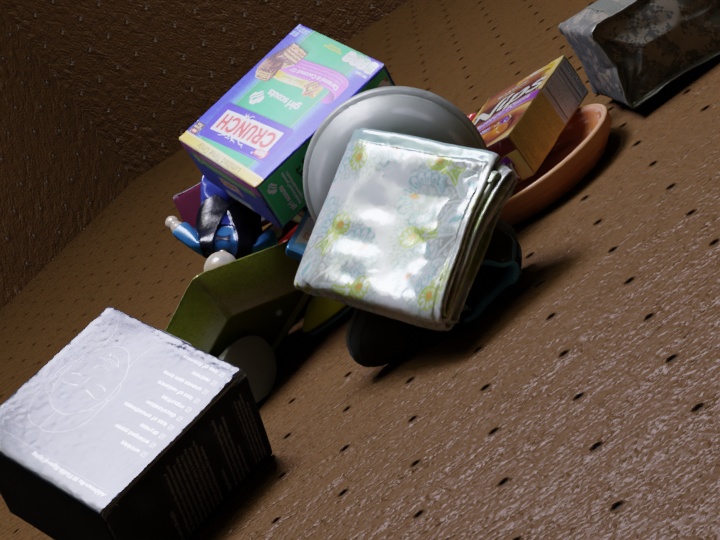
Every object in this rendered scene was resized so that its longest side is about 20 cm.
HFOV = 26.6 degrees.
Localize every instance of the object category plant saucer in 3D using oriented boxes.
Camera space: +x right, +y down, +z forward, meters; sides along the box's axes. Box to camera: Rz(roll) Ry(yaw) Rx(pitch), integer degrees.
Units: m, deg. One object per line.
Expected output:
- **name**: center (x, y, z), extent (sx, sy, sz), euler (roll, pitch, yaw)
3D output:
- **plant saucer**: center (-0.133, 0.056, 1.724), extent (0.199, 0.048, 0.200), euler (-23, -25, -42)
- **plant saucer**: center (0.037, -0.086, 1.564), extent (0.199, 0.201, 0.050), euler (-33, 16, 16)
- **plant saucer**: center (0.192, -0.107, 1.657), extent (0.199, 0.038, 0.200), euler (-35, 13, 9)

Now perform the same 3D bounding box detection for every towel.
- **towel**: center (0.039, -0.042, 1.444), extent (0.199, 0.048, 0.172), euler (15, 76, 41)

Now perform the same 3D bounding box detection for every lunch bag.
- **lunch bag**: center (0.341, -0.281, 1.691), extent (0.199, 0.118, 0.164), euler (-31, 14, 2)

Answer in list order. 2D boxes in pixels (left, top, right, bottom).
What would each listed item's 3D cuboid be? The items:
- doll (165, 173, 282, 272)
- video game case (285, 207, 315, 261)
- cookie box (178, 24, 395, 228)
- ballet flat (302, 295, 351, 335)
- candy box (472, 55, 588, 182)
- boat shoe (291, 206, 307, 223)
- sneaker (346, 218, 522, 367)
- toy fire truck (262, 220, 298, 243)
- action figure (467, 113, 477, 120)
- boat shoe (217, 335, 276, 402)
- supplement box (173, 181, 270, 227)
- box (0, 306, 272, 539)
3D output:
- **doll**: center (-0.156, -0.059, 1.748), extent (0.135, 0.049, 0.201), euler (1, 48, -2)
- **video game case**: center (0.023, -0.069, 1.670), extent (0.018, 0.142, 0.201), euler (105, -169, -60)
- **cookie box**: center (-0.077, -0.164, 1.698), extent (0.200, 0.075, 0.171), euler (-45, 43, -12)
- **ballet flat**: center (0.000, 0.000, 1.726), extent (0.199, 0.067, 0.067), euler (-32, 10, 25)
- **candy box**: center (0.165, -0.151, 1.675), extent (0.116, 0.057, 0.200), euler (-28, 15, 38)
- **boat shoe**: center (0.004, -0.074, 1.755), extent (0.068, 0.198, 0.075), euler (156, 121, -64)
- **sneaker**: center (0.068, 0.028, 1.450), extent (0.200, 0.073, 0.082), euler (-40, 25, 12)
- **toy fire truck**: center (-0.122, 0.007, 1.854), extent (0.176, 0.129, 0.200), euler (-39, 10, -10)
- **action figure**: center (0.150, -0.154, 1.840), extent (0.099, 0.065, 0.200), euler (-50, 7, 27)
- **boat shoe**: center (-0.161, 0.143, 1.654), extent (0.071, 0.070, 0.201), euler (-26, 18, 38)
- **supplement box**: center (-0.121, -0.105, 1.927), extent (0.199, 0.086, 0.110), euler (-30, 6, -37)
- **box**: center (-0.228, 0.166, 1.465), extent (0.199, 0.125, 0.197), euler (22, 52, 36)
